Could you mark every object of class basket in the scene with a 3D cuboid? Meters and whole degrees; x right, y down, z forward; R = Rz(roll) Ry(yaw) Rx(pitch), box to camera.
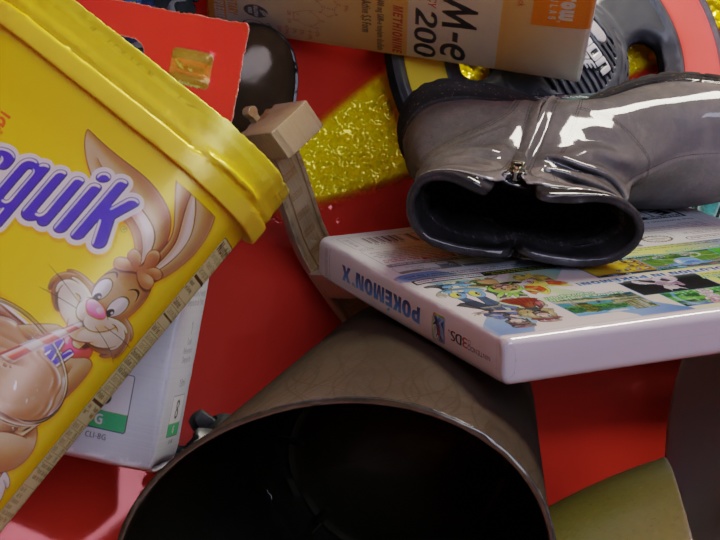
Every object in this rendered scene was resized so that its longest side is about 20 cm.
[{"bbox_3d":[0.009,0.091,0.878,0.179,0.200,0.137,-16,101,16],"label":"basket"}]

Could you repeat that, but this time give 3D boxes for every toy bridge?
[{"bbox_3d":[0.000,0.000,1.010,0.027,0.067,0.201,-44,111,-24],"label":"toy bridge"}]

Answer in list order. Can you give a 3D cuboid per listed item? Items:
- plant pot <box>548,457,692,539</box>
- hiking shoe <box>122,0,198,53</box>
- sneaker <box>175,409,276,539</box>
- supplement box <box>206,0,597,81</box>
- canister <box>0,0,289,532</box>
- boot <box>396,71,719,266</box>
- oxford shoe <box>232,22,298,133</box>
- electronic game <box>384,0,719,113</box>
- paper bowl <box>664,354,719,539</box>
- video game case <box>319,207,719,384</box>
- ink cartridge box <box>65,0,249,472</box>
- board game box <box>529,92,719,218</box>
[{"bbox_3d":[0.091,0.199,0.935,0.141,0.200,0.202,-12,76,5],"label":"plant pot"},{"bbox_3d":[-0.148,-0.084,0.988,0.086,0.074,0.201,33,66,-7],"label":"hiking shoe"},{"bbox_3d":[-0.051,0.165,0.946,0.097,0.071,0.202,8,67,-24],"label":"sneaker"},{"bbox_3d":[0.022,-0.165,1.015,0.198,0.126,0.074,8,69,4],"label":"supplement box"},{"bbox_3d":[-0.147,-0.002,0.853,0.148,0.087,0.200,37,83,13],"label":"canister"},{"bbox_3d":[0.115,-0.039,0.947,0.198,0.132,0.070,-3,113,-4],"label":"boot"},{"bbox_3d":[-0.079,-0.045,0.995,0.072,0.084,0.201,29,65,-6],"label":"oxford shoe"},{"bbox_3d":[0.107,-0.112,1.103,0.198,0.042,0.202,6,71,-17],"label":"electronic game"},{"bbox_3d":[0.216,0.082,0.990,0.103,0.201,0.203,9,70,-12],"label":"paper bowl"},{"bbox_3d":[0.107,0.005,0.922,0.198,0.182,0.022,-6,106,-24],"label":"video game case"},{"bbox_3d":[-0.145,-0.025,0.915,0.159,0.050,0.202,11,95,8],"label":"ink cartridge box"},{"bbox_3d":[0.142,-0.025,1.062,0.198,0.028,0.137,-4,103,-19],"label":"board game box"}]
